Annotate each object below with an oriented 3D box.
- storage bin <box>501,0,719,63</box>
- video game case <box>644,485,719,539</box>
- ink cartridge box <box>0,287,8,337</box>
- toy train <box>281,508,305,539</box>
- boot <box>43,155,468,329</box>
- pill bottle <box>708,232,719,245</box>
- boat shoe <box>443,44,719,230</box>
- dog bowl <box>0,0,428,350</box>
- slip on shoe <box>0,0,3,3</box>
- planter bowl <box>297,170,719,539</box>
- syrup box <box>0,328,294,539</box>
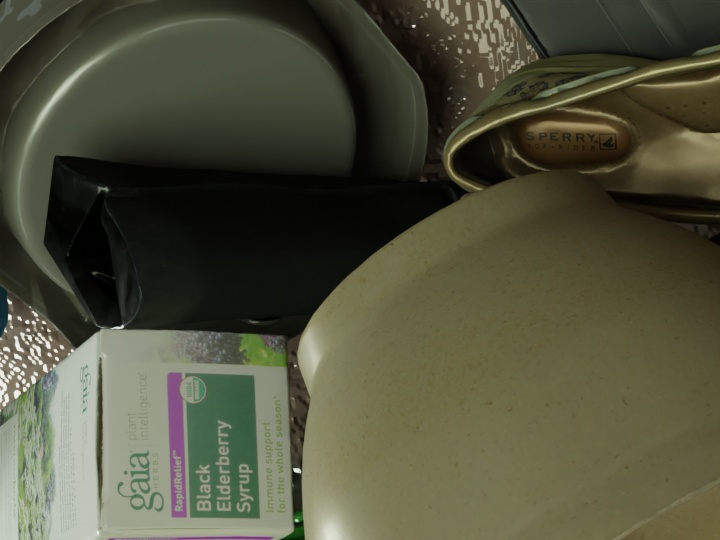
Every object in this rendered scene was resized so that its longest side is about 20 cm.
[{"bbox_3d":[0.157,-0.135,0.903,0.200,0.094,0.135,-35,88,33],"label":"storage bin"},{"bbox_3d":[0.133,0.131,0.914,0.143,0.018,0.200,-20,92,30],"label":"video game case"},{"bbox_3d":[-0.212,-0.006,1.068,0.085,0.145,0.200,14,136,5],"label":"ink cartridge box"},{"bbox_3d":[-0.064,0.137,1.133,0.200,0.056,0.042,-16,98,32],"label":"toy train"},{"bbox_3d":[0.000,0.000,0.938,0.165,0.200,0.066,25,107,57],"label":"boot"},{"bbox_3d":[0.226,-0.005,0.902,0.200,0.106,0.106,-29,92,32],"label":"pill bottle"},{"bbox_3d":[0.127,-0.043,0.858,0.200,0.063,0.073,-5,104,29],"label":"boat shoe"},{"bbox_3d":[-0.075,-0.051,1.010,0.200,0.200,0.059,-65,33,28],"label":"dog bowl"},{"bbox_3d":[-0.161,-0.153,1.076,0.061,0.076,0.200,21,118,27],"label":"slip on shoe"},{"bbox_3d":[0.061,0.054,0.824,0.200,0.200,0.135,-45,64,32],"label":"planter bowl"},{"bbox_3d":[-0.095,0.083,1.022,0.200,0.081,0.079,147,123,-64],"label":"syrup box"}]
